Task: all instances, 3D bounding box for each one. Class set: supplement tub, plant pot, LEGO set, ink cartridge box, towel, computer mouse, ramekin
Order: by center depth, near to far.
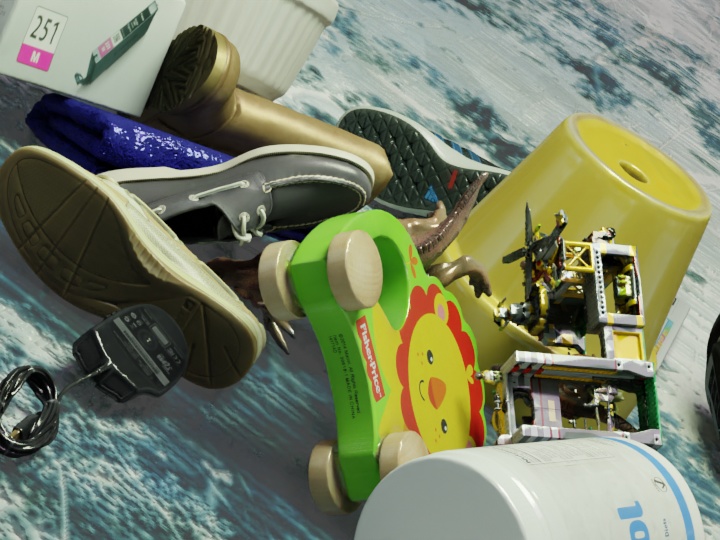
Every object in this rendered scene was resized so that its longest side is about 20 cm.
[{"bbox_3d":[-0.161,0.068,1.281,0.059,0.034,0.200,53,30,4],"label":"computer mouse"},{"bbox_3d":[0.103,0.167,1.296,0.132,0.132,0.199,46,26,28],"label":"supplement tub"},{"bbox_3d":[0.117,0.065,1.464,0.115,0.154,0.202,5,72,-17],"label":"LEGO set"},{"bbox_3d":[-0.181,-0.206,1.508,0.043,0.175,0.200,25,5,24],"label":"ink cartridge box"},{"bbox_3d":[-0.125,-0.067,1.546,0.199,0.050,0.147,19,1,-31],"label":"towel"},{"bbox_3d":[0.157,-0.005,1.644,0.200,0.190,0.201,27,24,-13],"label":"plant pot"},{"bbox_3d":[-0.125,-0.203,1.716,0.201,0.095,0.202,23,0,0],"label":"ramekin"}]

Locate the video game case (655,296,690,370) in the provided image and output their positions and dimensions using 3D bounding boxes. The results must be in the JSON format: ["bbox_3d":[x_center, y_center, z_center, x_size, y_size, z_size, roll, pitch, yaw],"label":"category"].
[{"bbox_3d":[0.182,0.005,1.876,0.199,0.024,0.182,36,23,5],"label":"video game case"}]

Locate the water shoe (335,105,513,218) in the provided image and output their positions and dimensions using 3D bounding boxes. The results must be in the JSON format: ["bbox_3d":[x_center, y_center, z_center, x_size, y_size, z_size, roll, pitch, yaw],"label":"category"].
[{"bbox_3d":[0.068,-0.070,1.804,0.199,0.072,0.079,28,4,18],"label":"water shoe"}]

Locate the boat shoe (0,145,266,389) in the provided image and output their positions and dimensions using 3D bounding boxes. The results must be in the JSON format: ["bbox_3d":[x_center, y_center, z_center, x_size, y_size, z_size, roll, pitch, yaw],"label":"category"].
[{"bbox_3d":[-0.144,-0.005,1.394,0.200,0.073,0.063,37,15,0],"label":"boat shoe"}]

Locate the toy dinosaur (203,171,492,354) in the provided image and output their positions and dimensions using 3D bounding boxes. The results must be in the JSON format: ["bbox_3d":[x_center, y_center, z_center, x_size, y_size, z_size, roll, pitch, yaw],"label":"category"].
[{"bbox_3d":[0.000,0.000,1.477,0.135,0.199,0.087,4,66,-48],"label":"toy dinosaur"}]

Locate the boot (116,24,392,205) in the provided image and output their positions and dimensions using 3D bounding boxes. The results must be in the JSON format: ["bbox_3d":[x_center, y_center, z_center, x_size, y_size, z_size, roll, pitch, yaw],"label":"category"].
[{"bbox_3d":[-0.061,-0.109,1.635,0.199,0.067,0.175,22,-11,-24],"label":"boot"}]

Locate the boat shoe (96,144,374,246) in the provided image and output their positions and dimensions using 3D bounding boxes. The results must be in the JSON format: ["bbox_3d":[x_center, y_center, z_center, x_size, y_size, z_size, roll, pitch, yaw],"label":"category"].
[{"bbox_3d":[-0.087,-0.033,1.449,0.198,0.073,0.063,-6,50,-3],"label":"boat shoe"}]

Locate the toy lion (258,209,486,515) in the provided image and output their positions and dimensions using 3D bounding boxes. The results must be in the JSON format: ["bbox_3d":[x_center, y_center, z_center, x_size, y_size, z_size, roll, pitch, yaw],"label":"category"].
[{"bbox_3d":[0.023,0.056,1.382,0.192,0.068,0.202,-34,112,-61],"label":"toy lion"}]

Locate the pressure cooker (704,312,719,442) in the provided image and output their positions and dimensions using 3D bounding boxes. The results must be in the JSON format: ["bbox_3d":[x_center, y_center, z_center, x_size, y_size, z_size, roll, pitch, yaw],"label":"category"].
[{"bbox_3d":[0.366,0.092,1.747,0.178,0.176,0.201,28,26,-23],"label":"pressure cooker"}]
